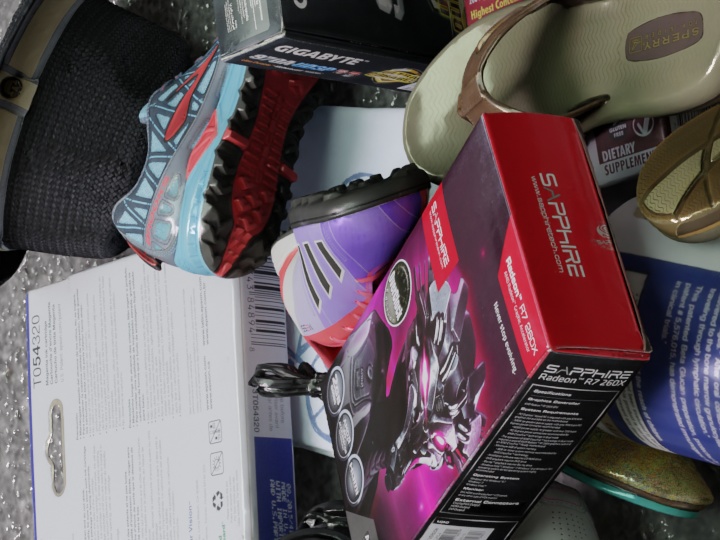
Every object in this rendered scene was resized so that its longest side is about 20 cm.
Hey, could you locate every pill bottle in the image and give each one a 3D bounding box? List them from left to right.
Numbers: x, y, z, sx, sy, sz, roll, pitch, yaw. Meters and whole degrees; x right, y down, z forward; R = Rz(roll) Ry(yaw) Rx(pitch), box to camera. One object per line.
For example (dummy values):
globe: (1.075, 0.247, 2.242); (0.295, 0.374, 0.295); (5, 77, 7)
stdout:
pill bottle: (0.190, 0.035, 0.885); (0.200, 0.111, 0.112); (13, 97, 45)

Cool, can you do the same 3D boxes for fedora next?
fedora: (-0.151, -0.078, 1.228); (0.091, 0.201, 0.201); (18, 102, 7)

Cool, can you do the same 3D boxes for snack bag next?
snack bag: (-0.035, 0.003, 1.174); (0.200, 0.021, 0.189); (9, 93, 48)

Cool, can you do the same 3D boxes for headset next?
headset: (-0.025, 0.149, 1.073); (0.094, 0.123, 0.201); (12, 100, 12)

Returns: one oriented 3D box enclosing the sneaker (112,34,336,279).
sneaker: (-0.075, -0.094, 1.137); (0.095, 0.079, 0.201); (5, 64, 35)

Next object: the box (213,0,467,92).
box: (-0.010, -0.191, 1.063); (0.046, 0.159, 0.201); (-19, 74, 41)

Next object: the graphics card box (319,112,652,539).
graphics card box: (0.047, 0.043, 0.935); (0.200, 0.051, 0.126); (120, 146, -46)

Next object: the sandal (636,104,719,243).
sandal: (0.209, -0.057, 0.878); (0.199, 0.054, 0.080); (-27, 32, 8)

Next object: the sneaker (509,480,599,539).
sneaker: (0.063, 0.165, 1.028); (0.200, 0.081, 0.088); (-49, 33, 45)

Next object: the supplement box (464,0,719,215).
supplement box: (0.106, -0.130, 1.014); (0.109, 0.061, 0.201); (-17, 75, 43)

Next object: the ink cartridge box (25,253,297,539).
ink cartridge box: (-0.112, 0.089, 1.203); (0.200, 0.043, 0.197); (-16, 74, 48)

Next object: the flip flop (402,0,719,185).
flip flop: (0.084, -0.087, 0.946); (0.200, 0.057, 0.081); (-13, 79, 49)

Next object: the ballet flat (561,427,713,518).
ballet flat: (0.084, 0.062, 1.023); (0.200, 0.071, 0.071); (14, 97, 45)

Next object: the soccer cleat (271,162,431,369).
soccer cleat: (0.000, 0.000, 1.026); (0.200, 0.068, 0.073); (136, 118, -76)
